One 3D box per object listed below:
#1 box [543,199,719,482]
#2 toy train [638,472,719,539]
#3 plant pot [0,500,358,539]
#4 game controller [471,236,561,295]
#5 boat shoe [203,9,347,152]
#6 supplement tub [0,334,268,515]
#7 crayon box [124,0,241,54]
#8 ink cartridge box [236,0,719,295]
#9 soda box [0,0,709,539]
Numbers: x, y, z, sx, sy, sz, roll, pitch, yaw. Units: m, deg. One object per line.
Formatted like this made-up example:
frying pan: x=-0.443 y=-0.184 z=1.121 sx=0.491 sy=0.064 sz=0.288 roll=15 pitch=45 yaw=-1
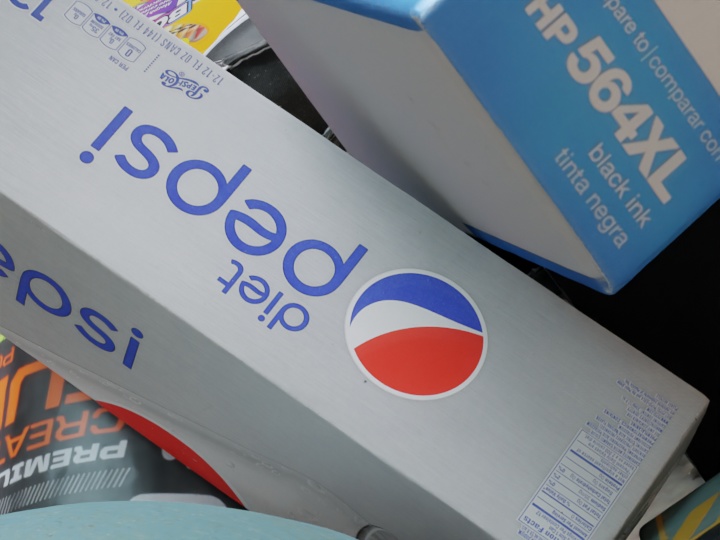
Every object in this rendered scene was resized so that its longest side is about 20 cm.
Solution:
box: x=0.155 y=-0.060 z=0.779 sx=0.197 sy=0.117 sz=0.200 roll=-30 pitch=24 yaw=19
toy train: x=0.127 y=0.057 z=0.650 sx=0.200 sy=0.085 sz=0.114 roll=-37 pitch=8 yaw=9
plant pot: x=-0.036 y=0.127 z=0.627 sx=0.200 sy=0.200 sz=0.135 roll=-15 pitch=16 yaw=44
game controller: x=0.000 y=0.000 z=0.997 sx=0.104 sy=0.042 sz=0.200 roll=-47 pitch=24 yaw=-21
boat shoe: x=-0.056 y=-0.046 z=1.126 sx=0.199 sy=0.074 sz=0.068 roll=-29 pitch=19 yaw=20
supplement tub: x=-0.048 y=0.068 z=0.778 sx=0.107 sy=0.107 sz=0.200 roll=-22 pitch=56 yaw=34
crayon box: x=-0.075 y=-0.080 z=1.245 sx=0.200 sy=0.058 sz=0.119 roll=-21 pitch=27 yaw=34
ink cartridge box: x=0.080 y=-0.100 z=0.702 sx=0.200 sy=0.084 sz=0.146 roll=-41 pitch=21 yaw=-9
soda box: x=-0.022 y=0.011 z=0.713 sx=0.063 sy=0.200 sz=0.068 roll=-52 pitch=-7 yaw=-29
